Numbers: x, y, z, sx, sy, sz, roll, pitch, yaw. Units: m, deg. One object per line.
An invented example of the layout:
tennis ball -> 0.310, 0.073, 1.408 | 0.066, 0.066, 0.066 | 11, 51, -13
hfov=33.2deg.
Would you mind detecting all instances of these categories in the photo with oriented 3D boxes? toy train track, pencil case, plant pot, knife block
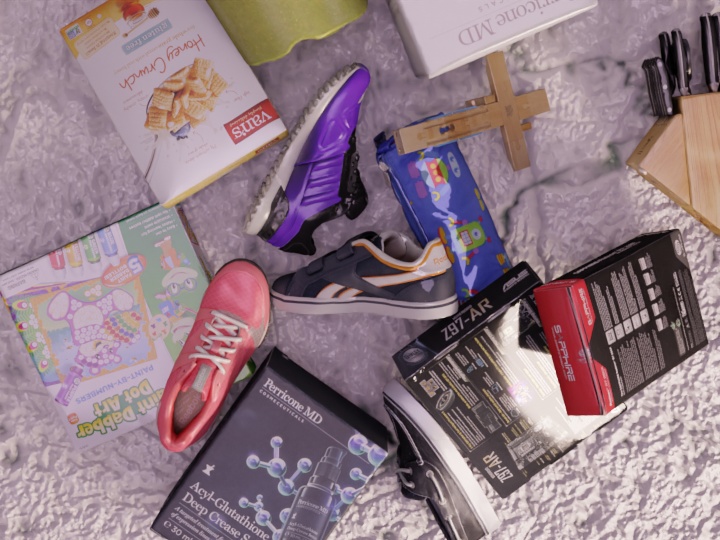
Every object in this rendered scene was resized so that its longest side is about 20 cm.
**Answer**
toy train track -> 0.103, -0.142, 1.153 | 0.199, 0.032, 0.115 | -20, 99, -38
pencil case -> 0.083, -0.054, 1.183 | 0.087, 0.078, 0.201 | -28, 96, -21
plant pot -> -0.086, -0.299, 1.112 | 0.199, 0.201, 0.185 | -25, 108, 3
knife block -> 0.353, -0.144, 1.180 | 0.200, 0.064, 0.176 | 37, 96, -4

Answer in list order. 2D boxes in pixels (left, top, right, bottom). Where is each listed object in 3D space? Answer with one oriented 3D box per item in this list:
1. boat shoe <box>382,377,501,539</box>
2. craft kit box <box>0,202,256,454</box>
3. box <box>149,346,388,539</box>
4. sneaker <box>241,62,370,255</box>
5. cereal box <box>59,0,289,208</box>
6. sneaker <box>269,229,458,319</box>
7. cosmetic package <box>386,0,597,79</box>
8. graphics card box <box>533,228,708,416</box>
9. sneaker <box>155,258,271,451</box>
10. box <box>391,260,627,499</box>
boat shoe -> 0.066, 0.199, 1.203 | 0.068, 0.072, 0.201 | -35, 114, -7
craft kit box -> -0.236, 0.055, 1.215 | 0.199, 0.049, 0.198 | -25, 99, 3
box -> -0.087, 0.205, 1.201 | 0.148, 0.107, 0.200 | 35, 95, -3
sneaker -> -0.028, -0.103, 1.188 | 0.099, 0.070, 0.201 | 30, 100, -10
cereal box -> -0.179, -0.181, 1.169 | 0.143, 0.040, 0.201 | -32, 86, -1
sneaker -> 0.000, 0.000, 1.167 | 0.199, 0.078, 0.080 | 1, 105, 27
cosmetic package -> 0.095, -0.300, 1.111 | 0.166, 0.166, 0.201 | -22, 97, 2
graphics card box -> 0.252, 0.046, 1.150 | 0.199, 0.051, 0.126 | -24, 100, -42
sneaker -> -0.139, 0.087, 1.155 | 0.073, 0.087, 0.201 | 23, 96, -4
box -> 0.149, 0.111, 1.180 | 0.160, 0.044, 0.200 | -37, 122, 5
